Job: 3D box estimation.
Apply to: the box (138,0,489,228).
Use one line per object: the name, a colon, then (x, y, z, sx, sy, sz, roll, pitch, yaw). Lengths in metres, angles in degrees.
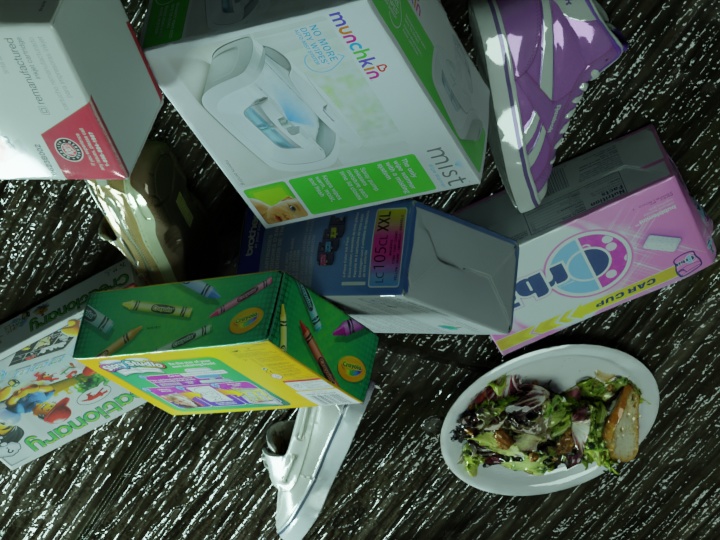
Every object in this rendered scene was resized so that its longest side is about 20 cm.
box: (-0.027, -0.139, 1.518, 0.176, 0.097, 0.200, -10, 140, 23)

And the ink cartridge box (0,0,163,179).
ink cartridge box: (-0.253, -0.135, 1.441, 0.200, 0.083, 0.145, 1, 140, 22)

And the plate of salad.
plate of salad: (0.170, 0.141, 1.922, 0.200, 0.048, 0.200, -8, 137, -8)

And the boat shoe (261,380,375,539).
boat shoe: (-0.050, 0.156, 1.872, 0.070, 0.071, 0.200, 23, 134, 0)

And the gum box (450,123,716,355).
gum box: (0.177, -0.025, 1.740, 0.200, 0.066, 0.114, -24, 135, 9)

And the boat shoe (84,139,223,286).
boat shoe: (-0.161, -0.033, 1.650, 0.076, 0.072, 0.200, 6, 143, 18)

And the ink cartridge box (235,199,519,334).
ink cartridge box: (0.000, 0.000, 1.649, 0.200, 0.076, 0.136, -3, 165, 40)

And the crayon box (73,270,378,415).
crayon box: (-0.102, 0.057, 1.634, 0.200, 0.058, 0.119, -6, 151, 38)

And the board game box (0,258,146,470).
board game box: (-0.235, 0.077, 1.753, 0.200, 0.035, 0.126, -27, 136, 12)

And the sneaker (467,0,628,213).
sneaker: (0.149, -0.129, 1.626, 0.114, 0.073, 0.201, -15, 137, -4)
